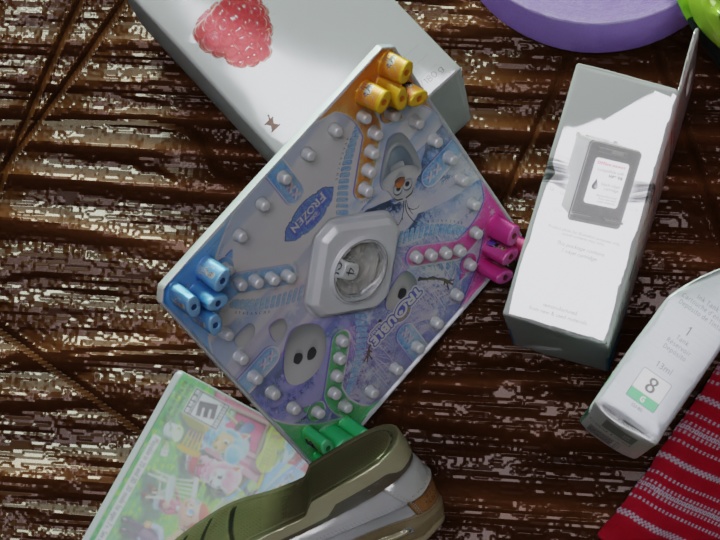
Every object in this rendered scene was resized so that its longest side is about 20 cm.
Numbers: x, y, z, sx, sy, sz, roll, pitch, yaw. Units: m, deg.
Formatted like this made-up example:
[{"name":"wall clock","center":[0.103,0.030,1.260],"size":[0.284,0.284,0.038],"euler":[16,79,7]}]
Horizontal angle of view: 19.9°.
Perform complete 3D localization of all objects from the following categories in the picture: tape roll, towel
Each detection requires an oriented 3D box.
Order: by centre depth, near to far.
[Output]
[{"name":"towel","center":[0.233,0.101,1.212],"size":[0.022,0.145,0.200],"euler":[37,84,-27]},{"name":"tape roll","center":[0.153,-0.244,1.316],"size":[0.200,0.066,0.200],"euler":[-1,79,7]}]

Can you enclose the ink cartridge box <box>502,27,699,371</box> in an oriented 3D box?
[{"name":"ink cartridge box","center":[0.148,-0.049,1.255],"size":[0.067,0.116,0.200],"euler":[16,81,10]}]

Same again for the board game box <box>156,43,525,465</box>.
[{"name":"board game box","center":[0.000,0.000,1.217],"size":[0.200,0.200,0.026],"euler":[-49,45,-11]}]

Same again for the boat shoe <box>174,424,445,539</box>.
[{"name":"boat shoe","center":[-0.043,0.169,1.231],"size":[0.200,0.075,0.068],"euler":[-28,111,19]}]

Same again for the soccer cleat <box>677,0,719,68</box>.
[{"name":"soccer cleat","center":[0.264,-0.116,1.261],"size":[0.068,0.081,0.200],"euler":[-43,113,-2]}]

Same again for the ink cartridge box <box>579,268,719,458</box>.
[{"name":"ink cartridge box","center":[0.206,0.017,1.212],"size":[0.050,0.161,0.200],"euler":[33,85,8]}]

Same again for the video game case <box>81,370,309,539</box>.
[{"name":"video game case","center":[-0.085,0.191,1.283],"size":[0.182,0.022,0.200],"euler":[28,84,10]}]

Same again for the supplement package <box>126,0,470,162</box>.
[{"name":"supplement package","center":[-0.043,-0.141,1.290],"size":[0.121,0.120,0.200],"euler":[-43,78,-2]}]
